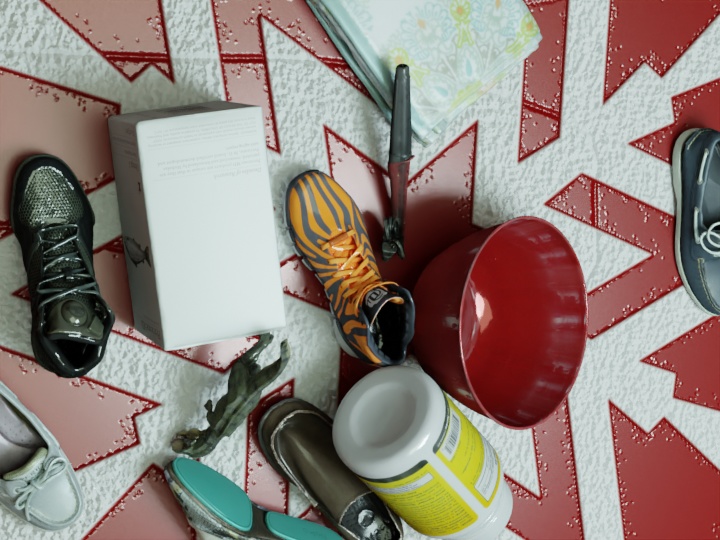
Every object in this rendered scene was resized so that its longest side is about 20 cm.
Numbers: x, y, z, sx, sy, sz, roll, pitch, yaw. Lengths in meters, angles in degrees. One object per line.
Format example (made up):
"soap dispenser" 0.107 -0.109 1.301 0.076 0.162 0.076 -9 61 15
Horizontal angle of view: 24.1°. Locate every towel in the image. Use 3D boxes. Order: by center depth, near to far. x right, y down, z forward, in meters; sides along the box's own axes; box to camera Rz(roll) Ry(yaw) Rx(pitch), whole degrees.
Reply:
"towel" 0.061 -0.241 1.592 0.171 0.048 0.200 -42 110 -14

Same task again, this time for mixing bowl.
"mixing bowl" 0.117 0.048 1.604 0.200 0.108 0.201 -2 93 -48

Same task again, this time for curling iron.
"curling iron" 0.038 -0.097 1.579 0.025 0.050 0.201 4 115 -1

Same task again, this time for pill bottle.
"pill bottle" 0.066 0.184 1.595 0.112 0.112 0.200 -49 135 -8

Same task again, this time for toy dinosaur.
"toy dinosaur" -0.103 0.100 1.540 0.047 0.088 0.200 31 128 -13

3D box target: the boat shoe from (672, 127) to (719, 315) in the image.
"boat shoe" 0.368 -0.047 1.731 0.075 0.062 0.201 -10 102 -22

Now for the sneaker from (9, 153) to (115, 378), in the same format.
"sneaker" -0.256 -0.001 1.467 0.076 0.114 0.200 -6 98 -22

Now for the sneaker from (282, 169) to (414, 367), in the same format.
"sneaker" 0.000 0.000 1.566 0.077 0.112 0.200 -30 108 -15

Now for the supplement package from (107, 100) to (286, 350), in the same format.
"supplement package" -0.146 -0.043 1.500 0.117 0.117 0.201 -10 101 -20

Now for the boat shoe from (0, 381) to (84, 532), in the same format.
"boat shoe" -0.312 0.153 1.492 0.074 0.065 0.202 -34 108 -14

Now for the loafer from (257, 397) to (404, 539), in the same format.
"loafer" -0.017 0.201 1.611 0.073 0.071 0.200 -45 111 -10

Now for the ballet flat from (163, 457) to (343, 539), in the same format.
"ballet flat" -0.110 0.247 1.587 0.200 0.072 0.072 29 87 -19
